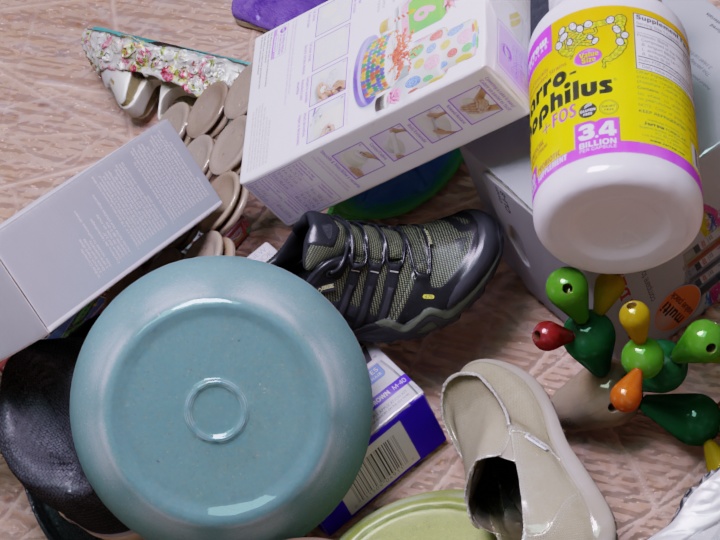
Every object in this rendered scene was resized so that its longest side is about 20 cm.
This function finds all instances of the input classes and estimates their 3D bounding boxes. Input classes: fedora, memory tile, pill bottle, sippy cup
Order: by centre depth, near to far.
[{"bbox_3d":[0.157,-0.104,1.428,0.104,0.104,0.200,-10,51,14],"label":"pill bottle"},{"bbox_3d":[-0.188,0.107,1.564,0.200,0.092,0.201,-15,65,33],"label":"fedora"},{"bbox_3d":[-0.125,-0.055,1.680,0.153,0.017,0.200,-23,45,47],"label":"memory tile"},{"bbox_3d":[-0.004,-0.126,1.688,0.178,0.140,0.130,-36,45,-12],"label":"sippy cup"}]

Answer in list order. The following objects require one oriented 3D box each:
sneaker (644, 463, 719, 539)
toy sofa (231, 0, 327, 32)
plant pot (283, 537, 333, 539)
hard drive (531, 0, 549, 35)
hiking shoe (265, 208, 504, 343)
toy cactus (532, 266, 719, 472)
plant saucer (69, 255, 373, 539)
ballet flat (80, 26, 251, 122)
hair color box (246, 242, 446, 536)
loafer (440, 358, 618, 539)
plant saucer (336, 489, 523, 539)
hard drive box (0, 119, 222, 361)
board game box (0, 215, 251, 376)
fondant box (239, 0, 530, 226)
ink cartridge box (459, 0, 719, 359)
[{"bbox_3d":[0.197,0.196,1.386,0.200,0.074,0.079,-41,65,-8],"label":"sneaker"},{"bbox_3d":[-0.025,-0.226,1.813,0.098,0.083,0.200,-44,50,-17],"label":"toy sofa"},{"bbox_3d":[-0.063,0.251,1.405,0.201,0.093,0.201,-16,56,25],"label":"plant pot"},{"bbox_3d":[0.147,-0.158,1.714,0.200,0.042,0.135,16,60,33],"label":"hard drive"},{"bbox_3d":[0.000,0.000,1.524,0.200,0.101,0.076,-24,48,-2],"label":"hiking shoe"},{"bbox_3d":[0.180,0.077,1.454,0.165,0.200,0.102,-32,36,55],"label":"toy cactus"},{"bbox_3d":[-0.092,0.090,1.476,0.200,0.036,0.200,0,91,2],"label":"plant saucer"},{"bbox_3d":[-0.156,-0.148,1.815,0.200,0.076,0.064,16,76,36],"label":"ballet flat"},{"bbox_3d":[-0.045,0.079,1.586,0.109,0.065,0.200,-39,47,-10],"label":"hair color box"},{"bbox_3d":[0.094,0.124,1.451,0.068,0.076,0.200,-1,31,-26],"label":"loafer"},{"bbox_3d":[0.044,0.219,1.457,0.200,0.031,0.200,-12,50,14],"label":"plant saucer"},{"bbox_3d":[-0.218,-0.009,1.589,0.156,0.077,0.200,-27,8,44],"label":"hard drive box"},{"bbox_3d":[-0.182,0.018,1.721,0.103,0.019,0.200,25,65,34],"label":"board game box"},{"bbox_3d":[0.017,-0.131,1.524,0.200,0.058,0.144,-25,41,29],"label":"fondant box"},{"bbox_3d":[0.196,-0.063,1.547,0.200,0.145,0.145,-36,49,-8],"label":"ink cartridge box"}]
